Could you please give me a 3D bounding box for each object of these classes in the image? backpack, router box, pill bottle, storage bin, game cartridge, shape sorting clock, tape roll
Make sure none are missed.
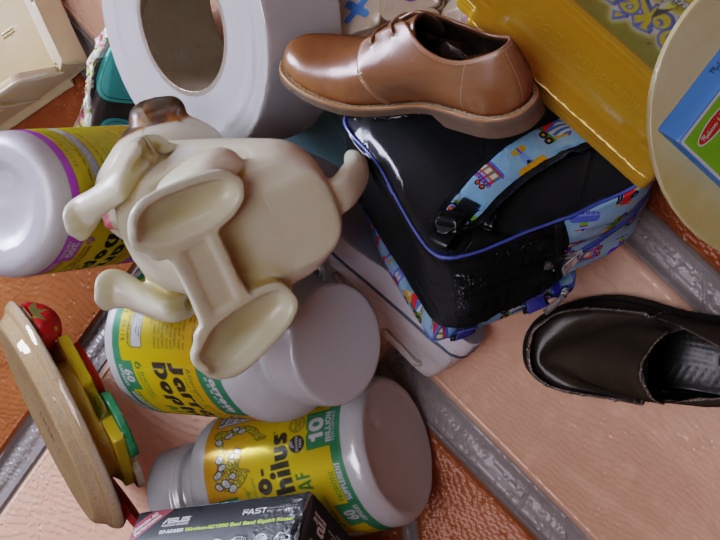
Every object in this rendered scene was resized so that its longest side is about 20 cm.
[{"bbox_3d":[0.108,-0.065,1.472,0.135,0.199,0.183,81,162,-48],"label":"backpack"},{"bbox_3d":[-0.060,0.246,1.577,0.149,0.200,0.062,-9,48,28],"label":"router box"},{"bbox_3d":[-0.199,-0.054,1.579,0.104,0.200,0.105,4,97,32],"label":"pill bottle"},{"bbox_3d":[-0.083,0.050,1.541,0.200,0.113,0.113,1,96,47],"label":"pill bottle"},{"bbox_3d":[-0.056,0.153,1.606,0.199,0.113,0.113,-16,88,28],"label":"pill bottle"},{"bbox_3d":[-0.348,-0.200,1.735,0.198,0.094,0.201,-30,81,27],"label":"storage bin"},{"bbox_3d":[0.186,-0.182,1.410,0.176,0.032,0.200,42,76,5],"label":"game cartridge"},{"bbox_3d":[0.275,-0.102,1.385,0.039,0.199,0.201,-149,65,-66],"label":"shape sorting clock"},{"bbox_3d":[-0.103,-0.183,1.548,0.202,0.071,0.203,24,124,42],"label":"tape roll"}]

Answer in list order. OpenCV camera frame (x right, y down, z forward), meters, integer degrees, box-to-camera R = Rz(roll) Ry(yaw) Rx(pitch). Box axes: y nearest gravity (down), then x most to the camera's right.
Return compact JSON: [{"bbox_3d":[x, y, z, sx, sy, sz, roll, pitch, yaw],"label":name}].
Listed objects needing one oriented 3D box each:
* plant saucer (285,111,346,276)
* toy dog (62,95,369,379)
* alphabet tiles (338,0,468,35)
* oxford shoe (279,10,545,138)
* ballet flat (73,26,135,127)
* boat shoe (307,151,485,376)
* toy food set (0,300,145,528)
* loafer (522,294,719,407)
[{"bbox_3d":[-0.077,-0.056,1.644,0.199,0.027,0.201,3,97,27],"label":"plant saucer"},{"bbox_3d":[-0.110,-0.050,1.448,0.194,0.140,0.200,-41,31,-12],"label":"toy dog"},{"bbox_3d":[0.059,-0.233,1.504,0.195,0.015,0.201,-17,56,29],"label":"alphabet tiles"},{"bbox_3d":[0.028,-0.141,1.405,0.199,0.071,0.071,10,134,33],"label":"oxford shoe"},{"bbox_3d":[-0.196,-0.133,1.678,0.064,0.075,0.201,32,106,48],"label":"ballet flat"},{"bbox_3d":[0.000,0.000,1.561,0.200,0.074,0.065,46,123,-3],"label":"boat shoe"},{"bbox_3d":[-0.219,0.111,1.649,0.049,0.200,0.198,-26,65,-14],"label":"toy food set"},{"bbox_3d":[0.198,0.057,1.483,0.199,0.071,0.073,0,95,28],"label":"loafer"}]
